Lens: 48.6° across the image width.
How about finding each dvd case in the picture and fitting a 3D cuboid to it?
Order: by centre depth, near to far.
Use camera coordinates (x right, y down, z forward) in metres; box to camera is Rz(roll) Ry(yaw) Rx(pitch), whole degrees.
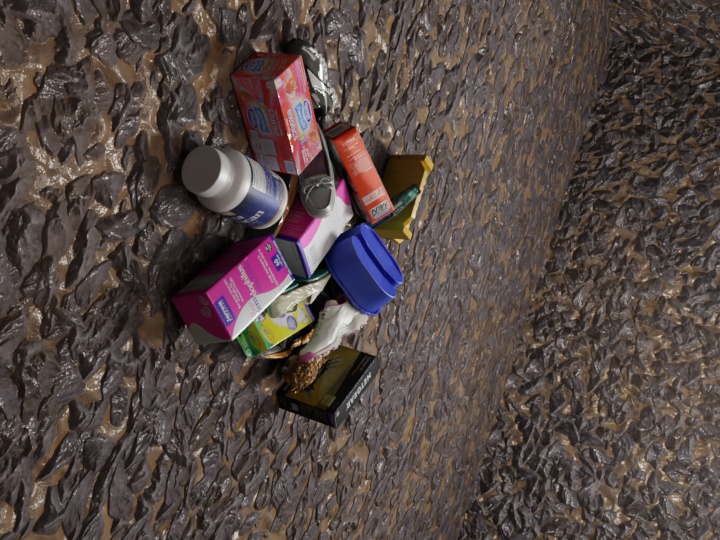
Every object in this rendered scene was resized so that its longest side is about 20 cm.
[{"bbox_3d":[-0.075,0.036,1.731,0.148,0.016,0.202,-35,105,-38],"label":"dvd case"}]

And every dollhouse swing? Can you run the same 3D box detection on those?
[{"bbox_3d":[0.134,-0.166,2.037,0.175,0.180,0.202,27,77,-42],"label":"dollhouse swing"}]

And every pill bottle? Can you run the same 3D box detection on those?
[{"bbox_3d":[-0.221,-0.148,1.395,0.200,0.110,0.113,24,81,-63],"label":"pill bottle"}]

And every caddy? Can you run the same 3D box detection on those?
[{"bbox_3d":[0.000,0.000,1.720,0.201,0.104,0.142,53,31,-12],"label":"caddy"}]

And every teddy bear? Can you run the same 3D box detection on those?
[{"bbox_3d":[-0.117,0.190,1.764,0.067,0.144,0.200,52,40,-8],"label":"teddy bear"}]

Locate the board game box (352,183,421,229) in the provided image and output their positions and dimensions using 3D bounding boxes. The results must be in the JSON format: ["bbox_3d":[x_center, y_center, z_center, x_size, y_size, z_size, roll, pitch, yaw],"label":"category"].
[{"bbox_3d":[0.038,-0.123,1.850,0.028,0.199,0.135,54,43,-6],"label":"board game box"}]

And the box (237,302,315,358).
[{"bbox_3d":[-0.183,0.089,1.592,0.199,0.048,0.118,-31,93,-54],"label":"box"}]

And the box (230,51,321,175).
[{"bbox_3d":[-0.152,-0.290,1.475,0.095,0.102,0.202,-54,144,-38],"label":"box"}]

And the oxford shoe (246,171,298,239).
[{"bbox_3d":[-0.163,-0.118,1.571,0.202,0.071,0.071,-69,156,-19],"label":"oxford shoe"}]

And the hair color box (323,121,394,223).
[{"bbox_3d":[-0.010,-0.210,1.704,0.064,0.111,0.201,-32,114,-9],"label":"hair color box"}]

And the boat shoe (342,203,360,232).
[{"bbox_3d":[-0.026,-0.148,1.828,0.200,0.066,0.075,-40,128,-45],"label":"boat shoe"}]

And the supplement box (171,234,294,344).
[{"bbox_3d":[-0.226,0.033,1.436,0.200,0.102,0.102,-47,119,-43],"label":"supplement box"}]

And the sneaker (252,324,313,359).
[{"bbox_3d":[-0.170,0.133,1.682,0.200,0.077,0.078,-32,117,-59],"label":"sneaker"}]

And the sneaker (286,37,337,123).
[{"bbox_3d":[-0.102,-0.365,1.575,0.091,0.066,0.201,-67,154,-22],"label":"sneaker"}]

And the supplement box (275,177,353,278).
[{"bbox_3d":[-0.108,-0.097,1.651,0.201,0.102,0.102,-55,145,-34],"label":"supplement box"}]

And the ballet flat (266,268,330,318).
[{"bbox_3d":[-0.128,0.047,1.615,0.199,0.067,0.063,-23,114,-53],"label":"ballet flat"}]

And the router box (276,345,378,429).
[{"bbox_3d":[-0.073,0.255,1.826,0.200,0.156,0.053,-49,143,-43],"label":"router box"}]

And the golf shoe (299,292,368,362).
[{"bbox_3d":[-0.070,0.119,1.675,0.200,0.075,0.092,-36,99,-45],"label":"golf shoe"}]

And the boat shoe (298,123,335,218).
[{"bbox_3d":[-0.090,-0.202,1.599,0.065,0.073,0.205,81,5,-68],"label":"boat shoe"}]
